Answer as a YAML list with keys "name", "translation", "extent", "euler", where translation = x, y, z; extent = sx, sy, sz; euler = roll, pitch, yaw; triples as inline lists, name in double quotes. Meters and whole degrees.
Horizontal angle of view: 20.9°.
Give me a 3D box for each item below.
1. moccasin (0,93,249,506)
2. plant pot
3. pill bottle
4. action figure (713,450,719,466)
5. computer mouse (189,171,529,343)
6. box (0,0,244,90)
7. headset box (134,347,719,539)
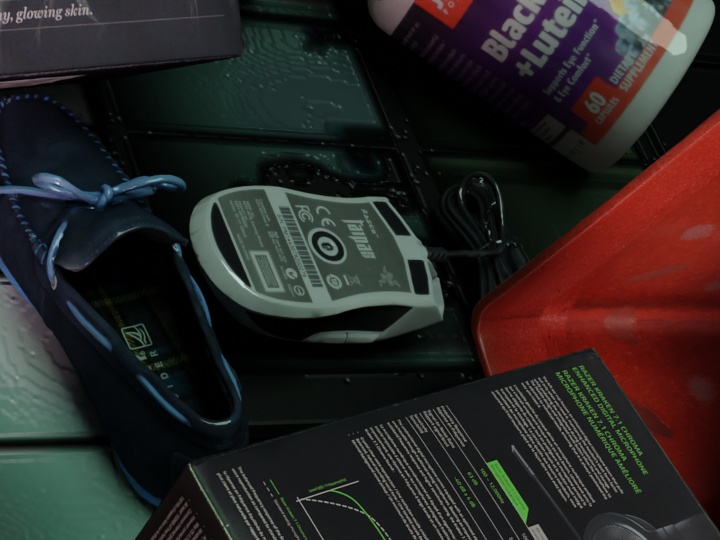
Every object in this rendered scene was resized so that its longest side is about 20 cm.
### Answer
- name: "moccasin"
  translation: [-0.093, -0.001, 0.798]
  extent: [0.080, 0.068, 0.200]
  euler: [-22, 66, -33]
- name: "plant pot"
  translation: [0.193, 0.061, 0.817]
  extent: [0.175, 0.200, 0.201]
  euler: [-4, 67, -34]
- name: "pill bottle"
  translation: [0.074, -0.149, 1.017]
  extent: [0.199, 0.112, 0.112]
  euler: [34, 42, -3]
- name: "action figure"
  translation: [0.174, 0.079, 0.933]
  extent: [0.199, 0.052, 0.066]
  euler: [33, 47, -1]
- name: "computer mouse"
  translation: [0.000, 0.000, 0.888]
  extent: [0.199, 0.044, 0.110]
  euler: [2, 53, -38]
- name: "box"
  translation: [-0.168, -0.172, 0.800]
  extent: [0.199, 0.124, 0.198]
  euler: [-11, 96, -39]
- name: "headset box"
  translation: [0.005, 0.126, 0.679]
  extent: [0.199, 0.174, 0.093]
  euler: [-12, 60, -42]
